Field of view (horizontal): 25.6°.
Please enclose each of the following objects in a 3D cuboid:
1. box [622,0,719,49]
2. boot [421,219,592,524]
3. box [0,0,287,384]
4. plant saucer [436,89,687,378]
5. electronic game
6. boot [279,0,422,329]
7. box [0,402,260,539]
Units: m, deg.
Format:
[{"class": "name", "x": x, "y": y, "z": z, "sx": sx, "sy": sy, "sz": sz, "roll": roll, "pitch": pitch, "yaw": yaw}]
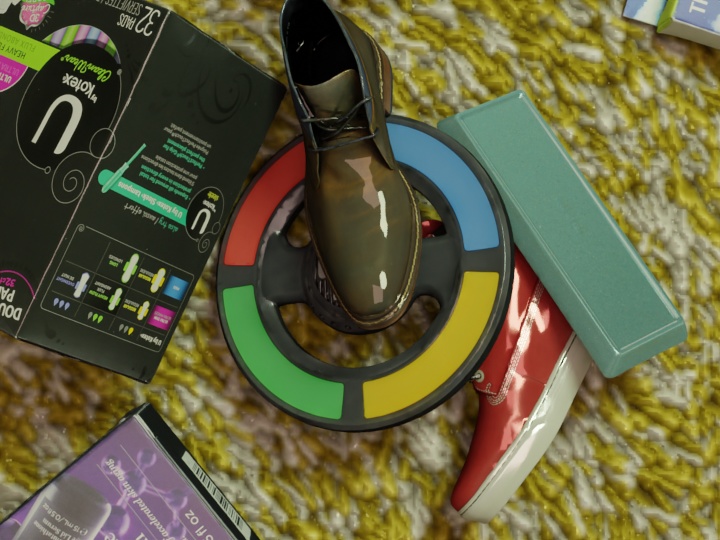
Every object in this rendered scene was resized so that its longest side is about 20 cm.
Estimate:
[{"class": "box", "x": 0.285, "y": -0.193, "z": 1.034, "sx": 0.198, "sy": 0.048, "sz": 0.123, "roll": 18, "pitch": 88, "yaw": -3}, {"class": "boot", "x": 0.072, "y": 0.047, "z": 1.011, "sx": 0.143, "sy": 0.072, "sz": 0.201, "roll": 28, "pitch": 80, "yaw": -2}, {"class": "box", "x": -0.166, "y": -0.060, "z": 0.943, "sx": 0.148, "sy": 0.124, "sz": 0.201, "roll": 25, "pitch": 89, "yaw": 36}, {"class": "plant saucer", "x": 0.128, "y": -0.030, "z": 0.994, "sx": 0.069, "sy": 0.019, "sz": 0.201, "roll": -23, "pitch": 70, "yaw": -26}, {"class": "electronic game", "x": 0.000, "y": 0.000, "z": 0.986, "sx": 0.198, "sy": 0.042, "sz": 0.202, "roll": -5, "pitch": 77, "yaw": 22}, {"class": "boot", "x": -0.015, "y": -0.069, "z": 0.938, "sx": 0.074, "sy": 0.097, "sz": 0.202, "roll": -16, "pitch": 64, "yaw": 15}, {"class": "box", "x": -0.165, "y": 0.202, "z": 0.978, "sx": 0.200, "sy": 0.104, "sz": 0.148, "roll": -41, "pitch": 92, "yaw": -3}]
